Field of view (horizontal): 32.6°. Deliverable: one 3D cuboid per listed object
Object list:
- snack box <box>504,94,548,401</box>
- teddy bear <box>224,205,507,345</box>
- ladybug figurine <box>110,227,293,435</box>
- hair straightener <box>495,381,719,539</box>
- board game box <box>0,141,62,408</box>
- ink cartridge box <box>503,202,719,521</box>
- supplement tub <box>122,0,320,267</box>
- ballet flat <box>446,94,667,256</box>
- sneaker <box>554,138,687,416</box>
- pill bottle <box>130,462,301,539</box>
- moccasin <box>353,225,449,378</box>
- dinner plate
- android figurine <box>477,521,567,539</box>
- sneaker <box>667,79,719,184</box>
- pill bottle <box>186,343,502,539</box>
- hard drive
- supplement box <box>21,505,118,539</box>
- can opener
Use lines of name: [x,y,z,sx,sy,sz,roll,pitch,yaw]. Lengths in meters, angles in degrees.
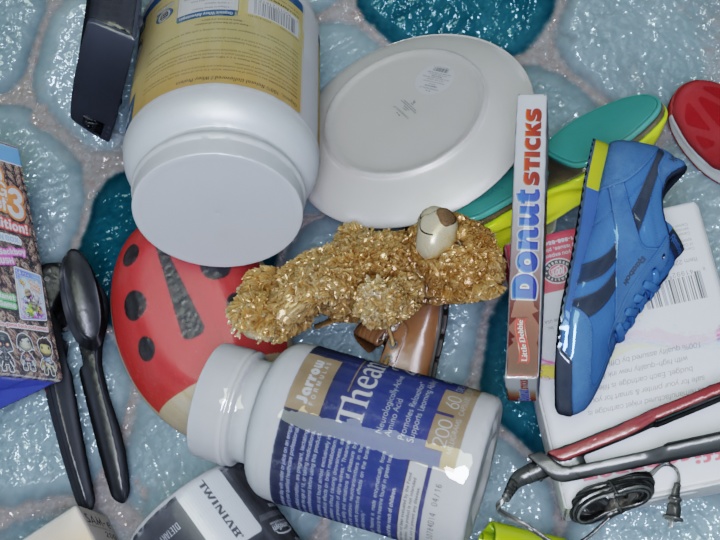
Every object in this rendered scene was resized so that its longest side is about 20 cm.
snack box: [0.116,-0.015,0.851,0.024,0.072,0.201,2,72,9]
teddy bear: [0.000,0.000,0.859,0.199,0.145,0.067,-9,103,24]
ladybug figurine: [-0.129,0.036,0.951,0.135,0.072,0.201,-28,72,-1]
hair straightener: [0.186,0.133,0.810,0.199,0.041,0.077,-20,72,1]
board game box: [-0.335,0.014,0.944,0.159,0.097,0.201,-24,70,24]
ink cartridge box: [0.195,0.068,0.895,0.147,0.086,0.201,-11,73,4]
supplement tub: [-0.102,-0.118,0.928,0.144,0.145,0.201,-5,51,5]
ballet flat: [0.152,-0.064,0.948,0.199,0.067,0.067,-30,36,-11]
sneaker: [0.178,0.005,0.839,0.078,0.066,0.201,12,74,9]
pill bottle: [-0.067,0.243,0.865,0.106,0.106,0.200,-39,73,-5]
moccasin: [0.024,0.052,0.933,0.077,0.074,0.203,10,85,2]
dinner plate: [0.037,-0.119,0.964,0.199,0.024,0.201,-11,51,13]
android figurine: [0.110,0.269,0.838,0.199,0.041,0.183,17,66,-9]
sneaker: [0.318,-0.090,0.910,0.200,0.116,0.078,40,82,16]
pill bottle: [-0.011,0.113,0.839,0.199,0.111,0.112,14,76,12]
hard drive: [-0.195,-0.194,0.962,0.042,0.200,0.136,9,73,-14]
supplement box: [-0.201,0.289,0.884,0.126,0.074,0.200,-33,72,-4]
can opener: [-0.221,0.086,0.955,0.063,0.079,0.201,-8,82,-4]
